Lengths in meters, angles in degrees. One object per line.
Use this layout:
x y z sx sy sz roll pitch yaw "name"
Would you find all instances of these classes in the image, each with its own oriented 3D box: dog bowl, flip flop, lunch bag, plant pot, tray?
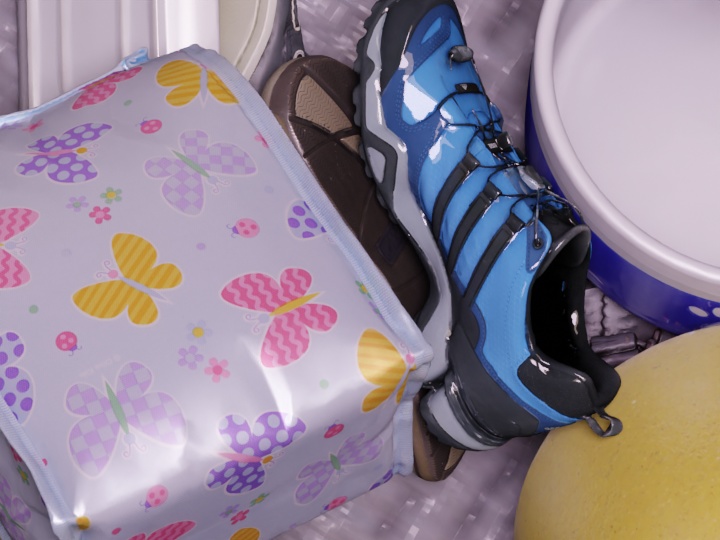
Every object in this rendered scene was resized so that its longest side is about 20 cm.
0.171 -0.071 1.307 0.199 0.079 0.201 1 69 -1 "dog bowl"
0.000 0.000 1.302 0.201 0.057 0.081 62 39 -23 "flip flop"
-0.091 0.017 1.192 0.169 0.127 0.200 -26 65 -20 "lunch bag"
0.172 0.142 1.250 0.199 0.142 0.201 -3 117 -5 "plant pot"
-0.111 -0.133 1.294 0.107 0.022 0.201 -4 86 32 "tray"

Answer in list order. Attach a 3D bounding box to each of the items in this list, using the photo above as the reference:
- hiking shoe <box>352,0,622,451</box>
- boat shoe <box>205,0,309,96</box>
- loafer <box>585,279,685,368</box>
0.059 -0.027 1.265 0.086 0.074 0.201 -11 96 35 "hiking shoe"
-0.052 -0.074 1.312 0.074 0.066 0.201 -2 84 36 "boat shoe"
0.160 0.026 1.336 0.199 0.063 0.072 -7 89 -9 "loafer"
